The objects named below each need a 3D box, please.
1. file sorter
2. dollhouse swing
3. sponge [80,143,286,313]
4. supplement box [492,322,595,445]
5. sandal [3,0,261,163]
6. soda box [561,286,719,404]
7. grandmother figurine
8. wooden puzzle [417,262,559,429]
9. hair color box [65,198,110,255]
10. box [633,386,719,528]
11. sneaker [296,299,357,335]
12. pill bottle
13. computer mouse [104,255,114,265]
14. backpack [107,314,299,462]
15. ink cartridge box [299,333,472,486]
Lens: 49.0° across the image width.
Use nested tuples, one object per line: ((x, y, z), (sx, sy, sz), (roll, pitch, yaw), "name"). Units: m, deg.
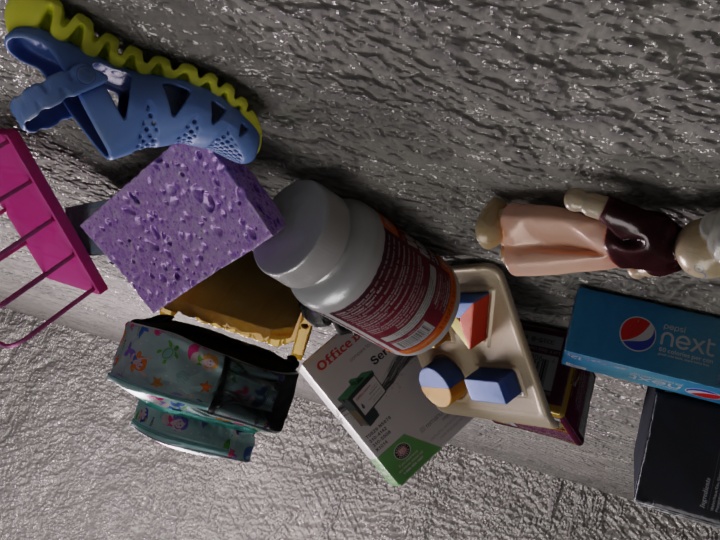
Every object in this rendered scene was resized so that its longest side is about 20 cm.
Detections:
((-0.402, -0.035, 0.859), (0.138, 0.125, 0.202), (11, 132, 43), "file sorter")
((-0.162, 0.065, 0.987), (0.198, 0.177, 0.183), (17, 128, -1), "dollhouse swing")
((-0.165, -0.042, 0.713), (0.199, 0.030, 0.112), (-28, 103, 39), "sponge")
((0.222, 0.144, 1.015), (0.129, 0.104, 0.200), (10, 162, 25), "supplement box")
((-0.169, -0.117, 0.577), (0.198, 0.088, 0.079), (20, 163, -16), "sandal")
((0.301, 0.077, 0.762), (0.198, 0.069, 0.064), (13, 165, 15), "soda box")
((0.189, -0.020, 0.574), (0.199, 0.061, 0.121), (6, 170, 45), "grandmother figurine")
((0.110, 0.090, 0.871), (0.184, 0.046, 0.202), (-5, 113, 55), "wooden puzzle")
((-0.244, -0.049, 0.881), (0.098, 0.062, 0.199), (-5, -178, -41), "hair color box")
((0.403, 0.195, 0.848), (0.194, 0.126, 0.200), (10, -175, 18), "box")
((-0.044, 0.016, 0.894), (0.075, 0.089, 0.199), (4, 160, 41), "sneaker")
((0.000, 0.000, 0.748), (0.109, 0.111, 0.199), (3, 159, 43), "pill bottle")
((-0.272, -0.007, 1.162), (0.198, 0.044, 0.109), (18, 170, -23), "computer mouse")
((-0.197, 0.134, 0.933), (0.199, 0.152, 0.177), (28, 167, -27), "backpack")
((0.033, 0.156, 1.037), (0.200, 0.146, 0.084), (49, 168, 5), "ink cartridge box")
